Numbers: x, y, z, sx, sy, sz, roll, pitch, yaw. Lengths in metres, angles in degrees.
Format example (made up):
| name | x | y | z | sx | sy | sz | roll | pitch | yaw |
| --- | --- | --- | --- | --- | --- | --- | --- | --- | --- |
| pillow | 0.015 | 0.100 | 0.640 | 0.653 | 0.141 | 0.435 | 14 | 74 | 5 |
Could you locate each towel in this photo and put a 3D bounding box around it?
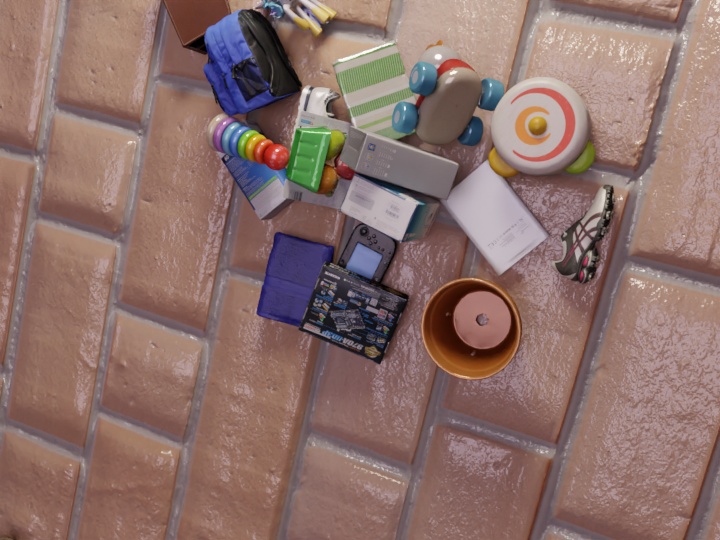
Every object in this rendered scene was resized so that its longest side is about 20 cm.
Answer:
| name | x | y | z | sx | sy | sz | roll | pitch | yaw |
| --- | --- | --- | --- | --- | --- | --- | --- | --- | --- |
| towel | -0.144 | 0.024 | 1.818 | 0.147 | 0.050 | 0.201 | 16 | 100 | 10 |
| towel | 0.039 | -0.365 | 1.692 | 0.152 | 0.023 | 0.201 | -20 | 89 | -9 |

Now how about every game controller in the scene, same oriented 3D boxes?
| name | x | y | z | sx | sy | sz | roll | pitch | yaw |
| --- | --- | --- | --- | --- | --- | --- | --- | --- | --- |
| game controller | 0.000 | 0.000 | 1.764 | 0.104 | 0.042 | 0.201 | 30 | 105 | 15 |

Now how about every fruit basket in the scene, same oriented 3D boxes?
| name | x | y | z | sx | sy | sz | roll | pitch | yaw |
| --- | --- | --- | --- | --- | --- | --- | --- | --- | --- |
| fruit basket | -0.055 | -0.227 | 1.720 | 0.199 | 0.094 | 0.186 | 8 | 103 | -26 |

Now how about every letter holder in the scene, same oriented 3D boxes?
| name | x | y | z | sx | sy | sz | roll | pitch | yaw |
| --- | --- | --- | --- | --- | --- | --- | --- | --- | --- |
| letter holder | -0.355 | -0.612 | 1.801 | 0.142 | 0.101 | 0.201 | -26 | 87 | 18 |

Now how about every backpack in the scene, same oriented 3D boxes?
| name | x | y | z | sx | sy | sz | roll | pitch | yaw |
| --- | --- | --- | --- | --- | --- | --- | --- | --- | --- |
| backpack | -0.250 | -0.444 | 1.727 | 0.167 | 0.163 | 0.201 | -19 | 102 | 19 |

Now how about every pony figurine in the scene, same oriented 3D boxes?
| name | x | y | z | sx | sy | sz | roll | pitch | yaw |
| --- | --- | --- | --- | --- | --- | --- | --- | --- | --- |
| pony figurine | -0.147 | -0.583 | 1.699 | 0.200 | 0.193 | 0.167 | 39 | 110 | -8 |

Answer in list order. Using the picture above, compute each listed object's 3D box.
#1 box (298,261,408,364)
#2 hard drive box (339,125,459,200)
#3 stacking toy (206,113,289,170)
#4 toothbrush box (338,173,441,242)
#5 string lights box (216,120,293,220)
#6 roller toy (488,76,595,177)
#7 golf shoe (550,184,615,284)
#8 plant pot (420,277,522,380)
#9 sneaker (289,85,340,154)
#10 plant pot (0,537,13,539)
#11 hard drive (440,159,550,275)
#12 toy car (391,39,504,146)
| name | x | y | z | sx | sy | sz | roll | pitch | yaw |
| --- | --- | --- | --- | --- | --- | --- | --- | --- | --- |
| box | -0.016 | 0.091 | 1.748 | 0.199 | 0.046 | 0.160 | 22 | 104 | 1 |
| hard drive box | 0.074 | -0.216 | 1.612 | 0.199 | 0.156 | 0.077 | 15 | 102 | -16 |
| stacking toy | -0.233 | -0.262 | 1.713 | 0.199 | 0.085 | 0.086 | 29 | 104 | 30 |
| toothbrush box | 0.065 | -0.129 | 1.644 | 0.146 | 0.200 | 0.086 | 28 | 103 | 16 |
| string lights box | -0.230 | -0.225 | 1.814 | 0.103 | 0.059 | 0.201 | -35 | 83 | 19 |
| roller toy | 0.347 | -0.275 | 1.561 | 0.199 | 0.140 | 0.184 | -2 | 94 | 20 |
| golf shoe | 0.439 | -0.077 | 1.584 | 0.088 | 0.077 | 0.201 | 21 | 101 | 24 |
| plant pot | 0.235 | 0.108 | 1.639 | 0.199 | 0.140 | 0.202 | 2 | 97 | 19 |
| sneaker | -0.100 | -0.298 | 1.757 | 0.080 | 0.076 | 0.201 | 13 | 101 | 8 |
| plant pot | -0.999 | 0.807 | 2.142 | 0.200 | 0.187 | 0.188 | -38 | 82 | 5 |
| hard drive | 0.275 | -0.108 | 1.663 | 0.132 | 0.026 | 0.200 | -40 | 82 | 19 |
| toy car | 0.158 | -0.374 | 1.633 | 0.201 | 0.183 | 0.177 | -104 | 30 | -42 |
